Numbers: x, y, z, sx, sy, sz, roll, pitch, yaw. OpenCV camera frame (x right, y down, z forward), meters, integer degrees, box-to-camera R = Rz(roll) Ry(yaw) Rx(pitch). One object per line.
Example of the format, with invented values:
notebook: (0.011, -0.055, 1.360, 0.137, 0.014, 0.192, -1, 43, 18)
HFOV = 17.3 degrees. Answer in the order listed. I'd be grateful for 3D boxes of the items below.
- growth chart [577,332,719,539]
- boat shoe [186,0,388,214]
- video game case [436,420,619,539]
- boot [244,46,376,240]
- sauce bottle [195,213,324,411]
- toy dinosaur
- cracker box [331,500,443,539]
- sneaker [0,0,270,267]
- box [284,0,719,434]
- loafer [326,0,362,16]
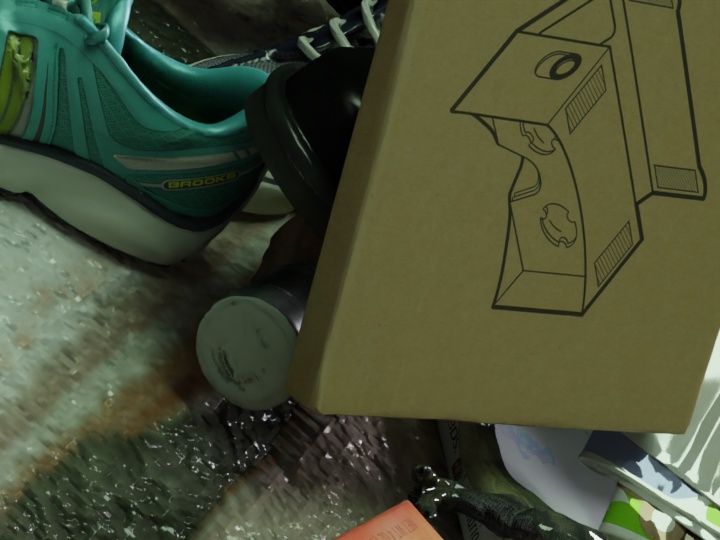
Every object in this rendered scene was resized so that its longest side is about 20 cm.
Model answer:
growth chart: (0.153, 0.072, 0.867, 0.200, 0.018, 0.145, 42, 69, 2)
boat shoe: (-0.003, -0.084, 0.947, 0.075, 0.093, 0.200, 48, 28, 15)
video game case: (0.121, 0.130, 0.867, 0.199, 0.024, 0.183, 25, 31, -26)
boot: (0.068, -0.080, 0.821, 0.211, 0.158, 0.080, -5, 57, -56)
sauce bottle: (0.000, 0.000, 0.865, 0.066, 0.066, 0.200, 44, 29, 7)
toy dinosaur: (0.059, 0.098, 0.775, 0.088, 0.048, 0.200, 0, 36, -38)
cracker box: (0.032, 0.170, 0.663, 0.200, 0.058, 0.134, 48, 29, 13)
sneaker: (-0.116, -0.075, 0.812, 0.199, 0.080, 0.078, 22, 33, -29)
box: (0.070, -0.043, 0.777, 0.163, 0.201, 0.021, 5, 19, -33)
loafer: (0.049, -0.106, 1.090, 0.199, 0.073, 0.072, 33, -12, -21)
